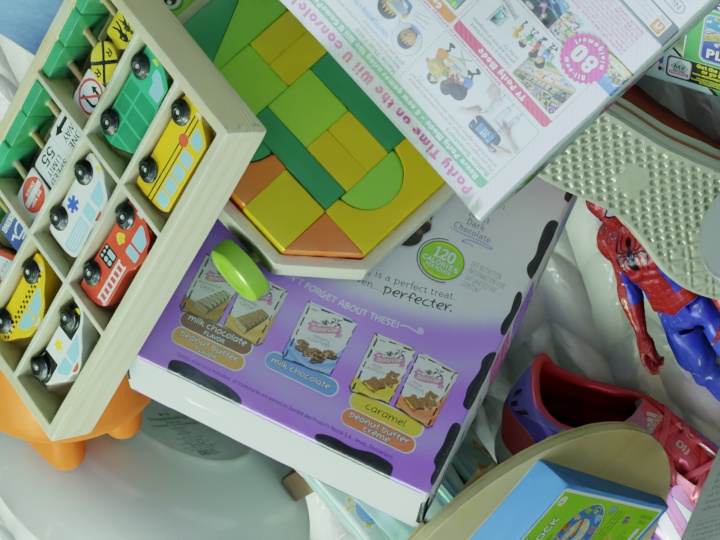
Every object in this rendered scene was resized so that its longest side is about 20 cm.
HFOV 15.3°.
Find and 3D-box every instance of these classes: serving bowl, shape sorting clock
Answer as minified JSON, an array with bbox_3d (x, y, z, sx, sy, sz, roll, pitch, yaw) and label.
[{"bbox_3d":[-0.114,0.114,1.562,0.199,0.200,0.066,28,112,4],"label":"serving bowl"},{"bbox_3d":[0.079,0.154,1.392,0.039,0.199,0.201,48,147,29],"label":"shape sorting clock"}]

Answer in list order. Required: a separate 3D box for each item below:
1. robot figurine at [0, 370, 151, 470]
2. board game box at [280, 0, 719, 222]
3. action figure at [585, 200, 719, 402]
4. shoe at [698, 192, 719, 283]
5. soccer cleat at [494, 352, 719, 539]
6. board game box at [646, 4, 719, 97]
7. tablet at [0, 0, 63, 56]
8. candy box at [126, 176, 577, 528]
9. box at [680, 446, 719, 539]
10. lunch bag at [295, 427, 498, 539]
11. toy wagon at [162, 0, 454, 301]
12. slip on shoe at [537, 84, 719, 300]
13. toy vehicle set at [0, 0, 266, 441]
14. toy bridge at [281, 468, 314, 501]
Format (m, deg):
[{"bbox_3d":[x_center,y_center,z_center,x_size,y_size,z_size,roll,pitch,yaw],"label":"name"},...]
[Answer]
[{"bbox_3d":[-0.166,0.010,1.447,0.143,0.117,0.201,-3,129,3],"label":"robot figurine"},{"bbox_3d":[0.080,-0.144,1.196,0.148,0.064,0.200,48,115,1],"label":"board game box"},{"bbox_3d":[0.175,0.027,1.395,0.065,0.052,0.200,-15,120,44],"label":"action figure"},{"bbox_3d":[0.255,-0.052,1.257,0.091,0.072,0.200,19,129,-36],"label":"shoe"},{"bbox_3d":[0.169,0.110,1.466,0.199,0.068,0.074,23,135,13],"label":"soccer cleat"},{"bbox_3d":[0.116,-0.159,1.258,0.199,0.029,0.135,18,138,15],"label":"board game box"},{"bbox_3d":[-0.122,-0.154,1.387,0.130,0.014,0.199,31,144,-35],"label":"tablet"},{"bbox_3d":[0.000,0.000,1.348,0.167,0.201,0.072,25,162,7],"label":"candy box"},{"bbox_3d":[0.250,0.105,1.306,0.097,0.200,0.125,-20,118,42],"label":"box"},{"bbox_3d":[0.013,0.095,1.471,0.077,0.161,0.200,-39,109,7],"label":"lunch bag"},{"bbox_3d":[-0.045,-0.089,1.309,0.200,0.155,0.040,47,166,4],"label":"toy wagon"},{"bbox_3d":[0.148,-0.049,1.318,0.199,0.061,0.074,30,121,-27],"label":"slip on shoe"},{"bbox_3d":[-0.131,-0.033,1.285,0.124,0.026,0.201,50,125,27],"label":"toy vehicle set"},{"bbox_3d":[-0.018,0.110,1.567,0.027,0.067,0.201,-31,96,38],"label":"toy bridge"}]
